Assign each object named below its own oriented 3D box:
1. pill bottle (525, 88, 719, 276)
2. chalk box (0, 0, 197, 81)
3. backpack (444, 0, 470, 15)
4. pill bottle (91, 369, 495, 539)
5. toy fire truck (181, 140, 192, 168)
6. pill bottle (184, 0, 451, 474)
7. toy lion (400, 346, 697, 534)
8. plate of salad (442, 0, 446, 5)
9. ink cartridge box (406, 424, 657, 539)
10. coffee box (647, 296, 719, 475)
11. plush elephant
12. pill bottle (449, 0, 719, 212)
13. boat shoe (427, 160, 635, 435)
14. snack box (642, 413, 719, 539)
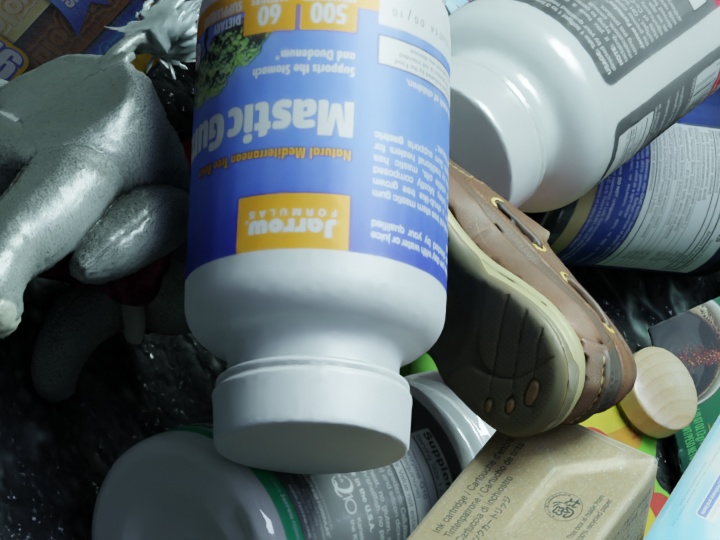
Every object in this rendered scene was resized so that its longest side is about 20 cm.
[{"bbox_3d":[0.157,-0.054,1.664,0.200,0.112,0.112,5,56,-34],"label":"pill bottle"},{"bbox_3d":[-0.116,-0.182,1.441,0.124,0.200,0.125,36,40,-19],"label":"chalk box"},{"bbox_3d":[-0.007,-0.176,1.600,0.200,0.134,0.183,52,37,0],"label":"backpack"},{"bbox_3d":[-0.017,0.110,1.369,0.200,0.113,0.113,-14,70,-50],"label":"pill bottle"},{"bbox_3d":[0.000,0.000,1.442,0.141,0.049,0.200,-4,29,-41],"label":"toy fire truck"},{"bbox_3d":[-0.018,-0.020,1.274,0.112,0.112,0.201,16,66,-36],"label":"pill bottle"},{"bbox_3d":[0.092,0.108,1.531,0.200,0.069,0.192,31,49,-23],"label":"toy lion"},{"bbox_3d":[-0.010,-0.148,1.438,0.048,0.201,0.200,18,26,28],"label":"plate of salad"},{"bbox_3d":[0.047,0.181,1.311,0.075,0.165,0.200,23,40,18],"label":"ink cartridge box"},{"bbox_3d":[0.262,0.048,1.631,0.044,0.200,0.123,42,31,-50],"label":"coffee box"},{"bbox_3d":[-0.120,-0.016,1.360,0.200,0.165,0.155,-39,131,-22],"label":"plush elephant"},{"bbox_3d":[0.097,-0.096,1.495,0.111,0.111,0.200,52,46,2],"label":"pill bottle"},{"bbox_3d":[0.048,0.000,1.355,0.067,0.072,0.200,-2,39,-43],"label":"boat shoe"},{"bbox_3d":[0.157,0.167,1.421,0.037,0.200,0.116,23,52,19],"label":"snack box"}]
